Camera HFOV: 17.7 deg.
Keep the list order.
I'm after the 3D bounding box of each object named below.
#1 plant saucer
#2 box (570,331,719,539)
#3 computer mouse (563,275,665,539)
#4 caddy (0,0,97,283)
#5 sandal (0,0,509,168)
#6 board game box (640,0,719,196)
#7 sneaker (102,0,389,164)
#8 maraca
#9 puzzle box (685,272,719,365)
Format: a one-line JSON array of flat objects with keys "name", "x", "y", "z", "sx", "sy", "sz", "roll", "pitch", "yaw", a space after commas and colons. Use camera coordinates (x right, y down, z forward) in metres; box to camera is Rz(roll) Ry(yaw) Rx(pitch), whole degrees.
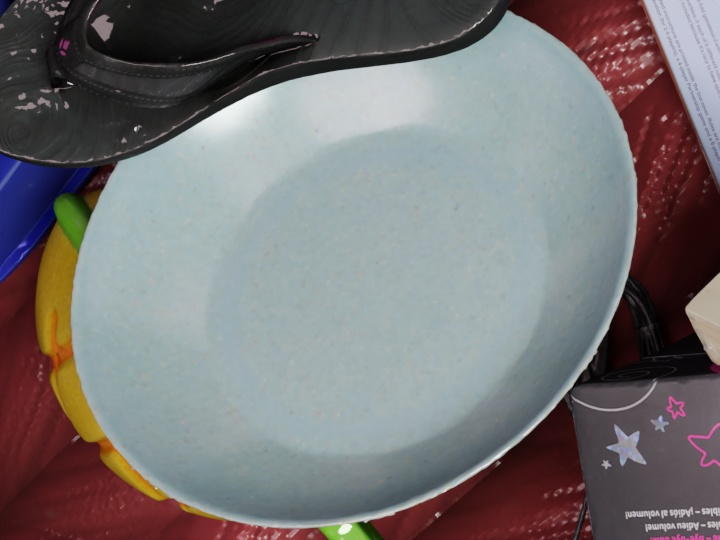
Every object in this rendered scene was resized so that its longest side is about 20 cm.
[{"name": "plant saucer", "x": 0.000, "y": 0.000, "z": 0.777, "sx": 0.200, "sy": 0.039, "sz": 0.202, "roll": -10, "pitch": 58, "yaw": 17}, {"name": "box", "x": 0.187, "y": 0.073, "z": 0.719, "sx": 0.199, "sy": 0.132, "sz": 0.115, "roll": -6, "pitch": 95, "yaw": 32}, {"name": "computer mouse", "x": 0.080, "y": 0.098, "z": 0.853, "sx": 0.058, "sy": 0.034, "sz": 0.201, "roll": 12, "pitch": 96, "yaw": 16}, {"name": "caddy", "x": -0.179, "y": -0.061, "z": 0.925, "sx": 0.105, "sy": 0.141, "sz": 0.200, "roll": 47, "pitch": 117, "yaw": 12}, {"name": "sandal", "x": -0.049, "y": -0.091, "z": 0.787, "sx": 0.199, "sy": 0.048, "sz": 0.076, "roll": -16, "pitch": 75, "yaw": 13}, {"name": "board game box", "x": 0.134, "y": -0.130, "z": 0.785, "sx": 0.103, "sy": 0.019, "sz": 0.201, "roll": -24, "pitch": 85, "yaw": 29}, {"name": "sneaker", "x": -0.059, "y": -0.087, "z": 0.863, "sx": 0.200, "sy": 0.082, "sz": 0.074, "roll": 51, "pitch": 151, "yaw": 9}, {"name": "maraca", "x": -0.049, "y": 0.045, "z": 0.865, "sx": 0.107, "sy": 0.137, "sz": 0.200, "roll": -43, "pitch": 66, "yaw": 1}, {"name": "puzzle box", "x": 0.205, "y": -0.025, "z": 0.656, "sx": 0.133, "sy": 0.200, "sz": 0.025, "roll": 29, "pitch": 156, "yaw": 51}]
